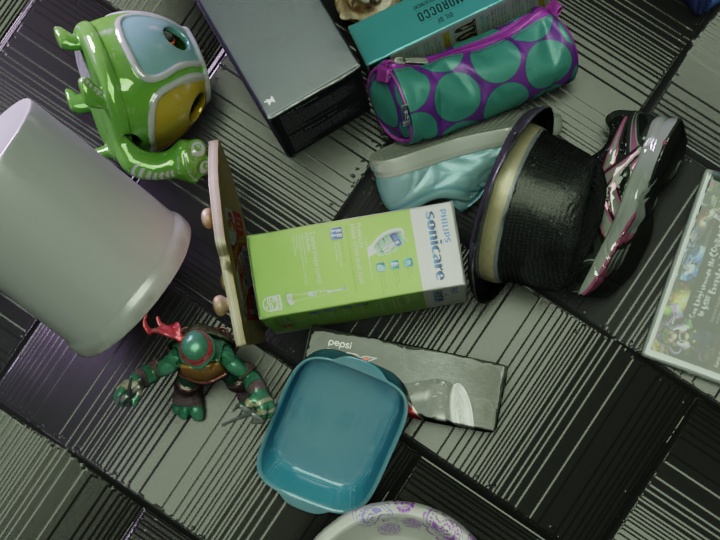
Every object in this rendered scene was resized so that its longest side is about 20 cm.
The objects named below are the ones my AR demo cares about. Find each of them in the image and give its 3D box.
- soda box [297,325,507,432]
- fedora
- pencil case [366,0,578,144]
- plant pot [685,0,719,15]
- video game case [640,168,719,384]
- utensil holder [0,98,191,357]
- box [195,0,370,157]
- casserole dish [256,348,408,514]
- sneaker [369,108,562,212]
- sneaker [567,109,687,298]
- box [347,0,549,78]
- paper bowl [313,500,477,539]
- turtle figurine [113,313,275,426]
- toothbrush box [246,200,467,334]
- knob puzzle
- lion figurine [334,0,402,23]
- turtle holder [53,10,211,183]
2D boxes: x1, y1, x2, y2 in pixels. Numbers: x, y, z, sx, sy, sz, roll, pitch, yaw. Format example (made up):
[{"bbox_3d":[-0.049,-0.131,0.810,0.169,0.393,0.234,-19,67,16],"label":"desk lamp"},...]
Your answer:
[{"bbox_3d":[0.042,0.108,1.677,0.199,0.063,0.071,11,84,6],"label":"soda box"},{"bbox_3d":[0.176,-0.052,1.619,0.091,0.201,0.201,20,84,19],"label":"fedora"},{"bbox_3d":[0.112,-0.195,1.680,0.200,0.093,0.085,-22,38,-14],"label":"pencil case"},{"bbox_3d":[0.362,-0.398,1.657,0.200,0.200,0.180,-35,76,0],"label":"plant pot"},{"bbox_3d":[0.396,0.022,1.686,0.181,0.023,0.200,20,85,6],"label":"video game case"},{"bbox_3d":[-0.290,-0.043,1.626,0.200,0.170,0.170,42,87,-22],"label":"utensil holder"},{"bbox_3d":[-0.085,-0.235,1.668,0.104,0.182,0.200,-31,83,0],"label":"box"},{"bbox_3d":[-0.025,0.152,1.644,0.121,0.039,0.200,22,123,-1],"label":"casserole dish"},{"bbox_3d":[0.111,-0.106,1.707,0.199,0.074,0.082,-15,112,-3],"label":"sneaker"},{"bbox_3d":[0.249,-0.068,1.691,0.086,0.080,0.200,25,86,29],"label":"sneaker"},{"bbox_3d":[0.091,-0.253,1.708,0.200,0.082,0.049,-25,73,0],"label":"box"},{"bbox_3d":[0.035,0.322,1.630,0.200,0.104,0.201,-1,83,4],"label":"paper bowl"},{"bbox_3d":[-0.149,0.101,1.620,0.149,0.200,0.101,10,78,7],"label":"turtle figurine"},{"bbox_3d":[0.000,0.000,1.652,0.199,0.146,0.086,-9,82,3],"label":"toothbrush box"},{"bbox_3d":[-0.132,-0.025,1.637,0.030,0.220,0.220,-10,82,3],"label":"knob puzzle"},{"bbox_3d":[0.042,-0.341,1.739,0.122,0.072,0.201,3,69,12],"label":"lion figurine"},{"bbox_3d":[-0.215,-0.178,1.682,0.131,0.186,0.141,-18,125,-15],"label":"turtle holder"}]
